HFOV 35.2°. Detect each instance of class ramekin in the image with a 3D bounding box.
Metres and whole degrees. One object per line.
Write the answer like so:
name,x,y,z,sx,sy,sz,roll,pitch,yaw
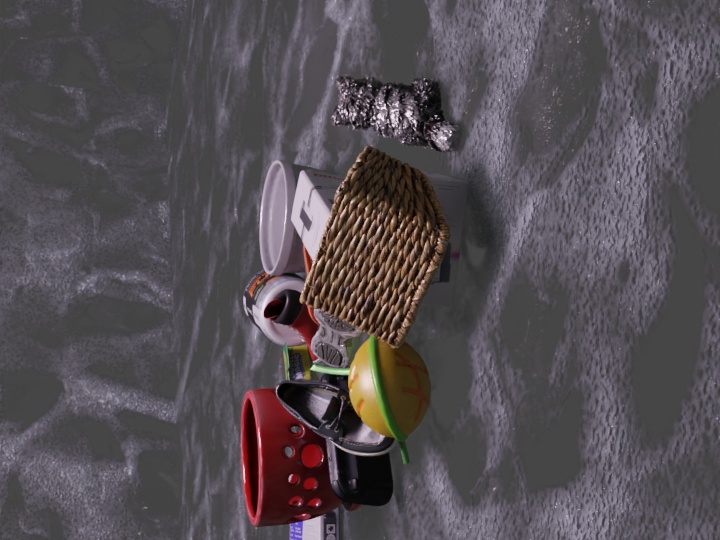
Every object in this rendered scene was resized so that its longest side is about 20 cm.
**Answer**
ramekin,-0.107,-0.090,2.001,0.200,0.104,0.203,-176,90,-72

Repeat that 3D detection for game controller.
game controller,-0.005,0.237,1.621,0.042,0.104,0.202,-34,49,37

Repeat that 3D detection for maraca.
maraca,0.039,0.140,1.503,0.201,0.106,0.139,-88,-19,-61

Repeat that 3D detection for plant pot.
plant pot,-0.081,0.277,1.703,0.200,0.180,0.204,180,90,-78

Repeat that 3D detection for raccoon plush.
raccoon plush,0.042,-0.215,1.506,0.200,0.132,0.098,-153,69,-71

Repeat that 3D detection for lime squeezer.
lime squeezer,0.014,0.176,1.580,0.200,0.071,0.038,43,-178,23

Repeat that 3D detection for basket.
basket,0.032,-0.033,1.408,0.143,0.147,0.202,-60,-8,-53

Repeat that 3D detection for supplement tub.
supplement tub,-0.144,0.061,2.061,0.200,0.121,0.124,-156,71,-71

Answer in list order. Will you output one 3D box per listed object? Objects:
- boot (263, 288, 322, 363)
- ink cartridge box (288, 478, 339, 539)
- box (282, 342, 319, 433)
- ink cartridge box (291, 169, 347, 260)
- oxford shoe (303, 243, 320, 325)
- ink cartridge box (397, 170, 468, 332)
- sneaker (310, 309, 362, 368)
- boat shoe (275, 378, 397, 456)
boot,-0.101,0.090,1.885,0.201,0.142,0.073,117,149,-54
ink cartridge box,-0.079,0.442,1.911,0.198,0.043,0.203,153,117,-70
box,-0.093,0.207,1.880,0.201,0.048,0.119,74,-172,-60
ink cartridge box,-0.007,-0.065,1.611,0.200,0.142,0.085,-121,42,-62
oxford shoe,-0.060,-0.019,1.746,0.072,0.070,0.203,-155,69,-75
ink cartridge box,0.078,-0.023,1.467,0.117,0.066,0.203,-149,65,-69
sneaker,-0.018,0.052,1.592,0.100,0.077,0.201,-61,-2,-33
boat shoe,-0.038,0.194,1.557,0.198,0.066,0.075,26,83,37
